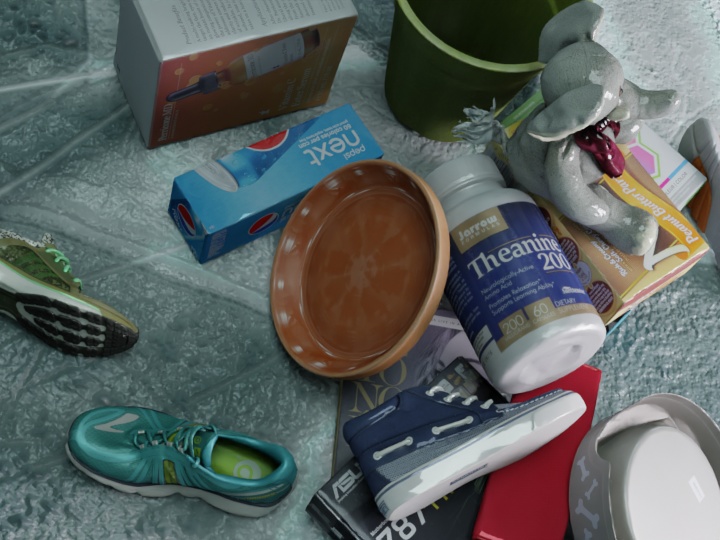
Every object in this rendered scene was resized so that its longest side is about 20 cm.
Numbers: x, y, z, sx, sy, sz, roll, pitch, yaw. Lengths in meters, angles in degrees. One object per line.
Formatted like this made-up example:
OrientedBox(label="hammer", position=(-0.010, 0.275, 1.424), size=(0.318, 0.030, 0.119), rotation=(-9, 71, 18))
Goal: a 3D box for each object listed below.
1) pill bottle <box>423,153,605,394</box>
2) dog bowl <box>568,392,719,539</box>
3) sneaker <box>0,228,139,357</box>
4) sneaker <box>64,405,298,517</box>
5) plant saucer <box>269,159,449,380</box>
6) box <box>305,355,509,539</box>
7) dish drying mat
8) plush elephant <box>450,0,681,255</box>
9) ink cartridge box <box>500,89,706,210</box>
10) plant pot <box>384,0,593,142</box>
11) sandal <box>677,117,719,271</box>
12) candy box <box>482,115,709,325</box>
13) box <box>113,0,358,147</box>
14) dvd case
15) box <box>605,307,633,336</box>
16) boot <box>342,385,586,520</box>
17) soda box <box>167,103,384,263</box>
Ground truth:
OrientedBox(label="pill bottle", position=(0.126, -0.001, 1.162), size=(0.111, 0.111, 0.201), rotation=(-16, 63, -21))
OrientedBox(label="dog bowl", position=(0.261, 0.211, 1.149), size=(0.199, 0.059, 0.201), rotation=(14, 68, -39))
OrientedBox(label="sneaker", position=(-0.279, 0.003, 1.155), size=(0.199, 0.077, 0.089), rotation=(27, 52, -2))
OrientedBox(label="sneaker", position=(-0.148, 0.150, 1.105), size=(0.199, 0.080, 0.078), rotation=(12, 61, -7))
OrientedBox(label="plant saucer", position=(0.000, 0.000, 1.173), size=(0.032, 0.200, 0.201), rotation=(22, 52, -46))
OrientedBox(label="box", position=(0.076, 0.195, 1.140), size=(0.161, 0.049, 0.200), rotation=(44, 60, 11))
OrientedBox(label="dish drying mat", position=(0.157, 0.161, 1.146), size=(0.077, 0.018, 0.201), rotation=(23, 58, -3))
OrientedBox(label="plush elephant", position=(0.198, -0.135, 1.126), size=(0.199, 0.155, 0.165), rotation=(17, 60, -13))
OrientedBox(label="ink cartridge box", position=(0.246, -0.118, 1.353), size=(0.200, 0.059, 0.104), rotation=(44, 62, 10))
OrientedBox(label="plant pot", position=(0.103, -0.226, 1.297), size=(0.199, 0.190, 0.201), rotation=(6, 61, -11))
OrientedBox(label="sandal", position=(0.390, -0.059, 1.356), size=(0.059, 0.079, 0.208), rotation=(-11, 76, -21))
OrientedBox(label="candy box", position=(0.216, -0.062, 1.225), size=(0.115, 0.055, 0.200), rotation=(-29, 75, -25))
OrientedBox(label="box", position=(-0.125, -0.221, 1.258), size=(0.199, 0.152, 0.107), rotation=(-18, 70, -21))
OrientedBox(label="dvd case", position=(0.053, 0.124, 1.206), size=(0.148, 0.016, 0.201), rotation=(10, 61, -9))
OrientedBox(label="box", position=(0.189, -0.027, 1.280), size=(0.200, 0.082, 0.049), rotation=(43, 63, 10))
OrientedBox(label="boot", position=(0.087, 0.126, 1.102), size=(0.199, 0.073, 0.091), rotation=(-23, 66, -17))
OrientedBox(label="soda box", position=(-0.081, -0.085, 1.251), size=(0.199, 0.064, 0.068), rotation=(-26, 73, -25))
